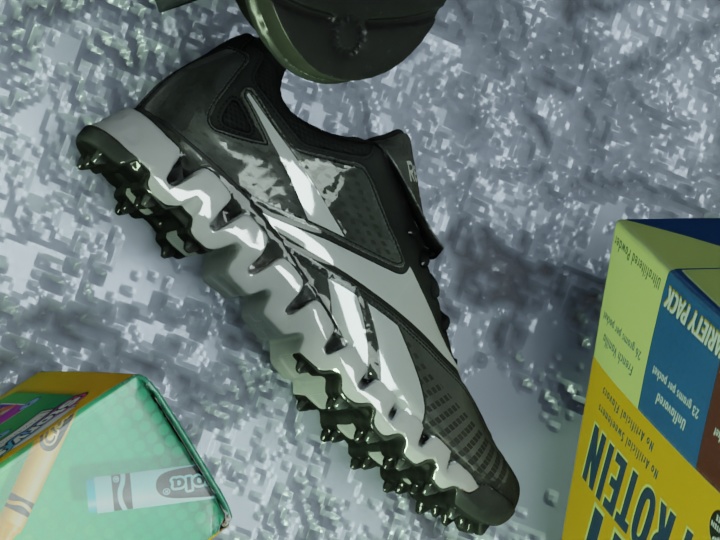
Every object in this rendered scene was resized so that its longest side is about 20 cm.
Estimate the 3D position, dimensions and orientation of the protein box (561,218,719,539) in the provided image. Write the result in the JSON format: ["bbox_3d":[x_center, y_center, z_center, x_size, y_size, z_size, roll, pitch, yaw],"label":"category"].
[{"bbox_3d":[0.183,0.099,1.001,0.197,0.135,0.201,0,113,-21],"label":"protein box"}]

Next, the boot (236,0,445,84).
[{"bbox_3d":[-0.039,-0.158,0.945,0.079,0.158,0.212,1,85,-32],"label":"boot"}]

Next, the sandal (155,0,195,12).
[{"bbox_3d":[0.023,-0.121,1.017,0.199,0.076,0.043,-21,95,-10],"label":"sandal"}]

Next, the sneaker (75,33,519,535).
[{"bbox_3d":[0.000,0.000,1.004,0.091,0.066,0.200,-45,102,-14],"label":"sneaker"}]

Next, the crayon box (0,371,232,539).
[{"bbox_3d":[-0.149,0.107,0.916,0.200,0.119,0.058,-34,101,-18],"label":"crayon box"}]
